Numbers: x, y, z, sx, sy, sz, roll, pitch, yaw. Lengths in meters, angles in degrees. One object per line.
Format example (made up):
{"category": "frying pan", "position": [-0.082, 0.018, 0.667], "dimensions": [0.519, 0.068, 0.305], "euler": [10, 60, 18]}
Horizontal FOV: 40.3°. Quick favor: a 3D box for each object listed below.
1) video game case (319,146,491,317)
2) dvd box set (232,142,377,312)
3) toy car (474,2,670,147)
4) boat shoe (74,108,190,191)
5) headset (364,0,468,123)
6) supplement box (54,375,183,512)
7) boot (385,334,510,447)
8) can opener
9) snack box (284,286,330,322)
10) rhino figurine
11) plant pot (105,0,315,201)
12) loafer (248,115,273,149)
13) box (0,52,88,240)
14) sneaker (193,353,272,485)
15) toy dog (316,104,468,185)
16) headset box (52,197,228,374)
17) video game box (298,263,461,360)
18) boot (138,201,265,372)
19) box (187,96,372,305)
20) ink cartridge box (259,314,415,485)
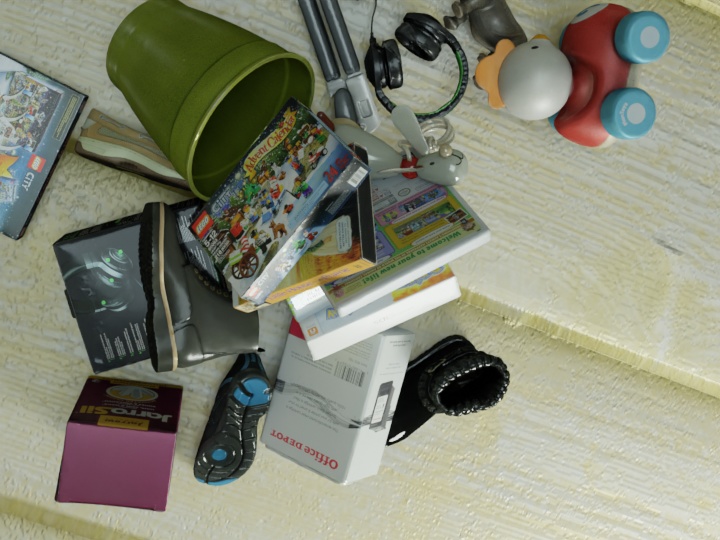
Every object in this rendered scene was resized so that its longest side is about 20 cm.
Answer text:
{"category": "video game case", "position": [0.024, -0.052, 1.161], "dimensions": [0.199, 0.182, 0.022], "euler": [-27, 139, -9]}
{"category": "dvd box set", "position": [-0.071, -0.047, 1.134], "dimensions": [0.029, 0.199, 0.147], "euler": [22, 57, -47]}
{"category": "toy car", "position": [0.241, -0.251, 1.212], "dimensions": [0.199, 0.184, 0.178], "euler": [6, 99, -16]}
{"category": "boat shoe", "position": [-0.253, -0.152, 1.233], "dimensions": [0.199, 0.072, 0.076], "euler": [18, 85, -10]}
{"category": "headset", "position": [0.053, -0.282, 1.238], "dimensions": [0.123, 0.094, 0.200], "euler": [-37, 89, -1]}
{"category": "supplement box", "position": [-0.294, 0.210, 1.219], "dimensions": [0.130, 0.200, 0.104], "euler": [9, 99, -10]}
{"category": "boot", "position": [0.090, 0.171, 1.286], "dimensions": [0.211, 0.158, 0.079], "euler": [-44, 105, 0]}
{"category": "can opener", "position": [-0.026, -0.261, 1.246], "dimensions": [0.052, 0.066, 0.201], "euler": [-17, 103, 8]}
{"category": "snack box", "position": [-0.024, -0.040, 1.215], "dimensions": [0.199, 0.142, 0.053], "euler": [-28, 137, -8]}
{"category": "rhino figurine", "position": [0.150, -0.341, 1.258], "dimensions": [0.087, 0.060, 0.201], "euler": [-32, 102, -21]}
{"category": "plant pot", "position": [-0.192, -0.218, 1.156], "dimensions": [0.193, 0.200, 0.201], "euler": [39, 93, 19]}
{"category": "loafer", "position": [-0.124, -0.103, 1.254], "dimensions": [0.070, 0.068, 0.201], "euler": [23, 92, 6]}
{"category": "box", "position": [-0.443, -0.157, 1.210], "dimensions": [0.136, 0.038, 0.201], "euler": [26, 95, -12]}
{"category": "sneaker", "position": [-0.167, 0.201, 1.305], "dimensions": [0.073, 0.082, 0.200], "euler": [18, 116, -20]}
{"category": "toy dog", "position": [0.022, -0.151, 1.165], "dimensions": [0.199, 0.132, 0.096], "euler": [-11, 140, 6]}
{"category": "headset box", "position": [-0.275, 0.019, 1.243], "dimensions": [0.199, 0.093, 0.175], "euler": [-17, 102, -5]}
{"category": "video game box", "position": [0.000, 0.000, 1.239], "dimensions": [0.199, 0.183, 0.047], "euler": [-24, 139, -4]}
{"category": "boot", "position": [-0.190, 0.014, 1.182], "dimensions": [0.138, 0.077, 0.201], "euler": [-6, 99, -23]}
{"category": "box", "position": [-0.095, -0.080, 1.108], "dimensions": [0.200, 0.137, 0.038], "euler": [-50, 143, 9]}
{"category": "ink cartridge box", "position": [-0.031, 0.155, 1.272], "dimensions": [0.145, 0.083, 0.201], "euler": [20, 99, 31]}
